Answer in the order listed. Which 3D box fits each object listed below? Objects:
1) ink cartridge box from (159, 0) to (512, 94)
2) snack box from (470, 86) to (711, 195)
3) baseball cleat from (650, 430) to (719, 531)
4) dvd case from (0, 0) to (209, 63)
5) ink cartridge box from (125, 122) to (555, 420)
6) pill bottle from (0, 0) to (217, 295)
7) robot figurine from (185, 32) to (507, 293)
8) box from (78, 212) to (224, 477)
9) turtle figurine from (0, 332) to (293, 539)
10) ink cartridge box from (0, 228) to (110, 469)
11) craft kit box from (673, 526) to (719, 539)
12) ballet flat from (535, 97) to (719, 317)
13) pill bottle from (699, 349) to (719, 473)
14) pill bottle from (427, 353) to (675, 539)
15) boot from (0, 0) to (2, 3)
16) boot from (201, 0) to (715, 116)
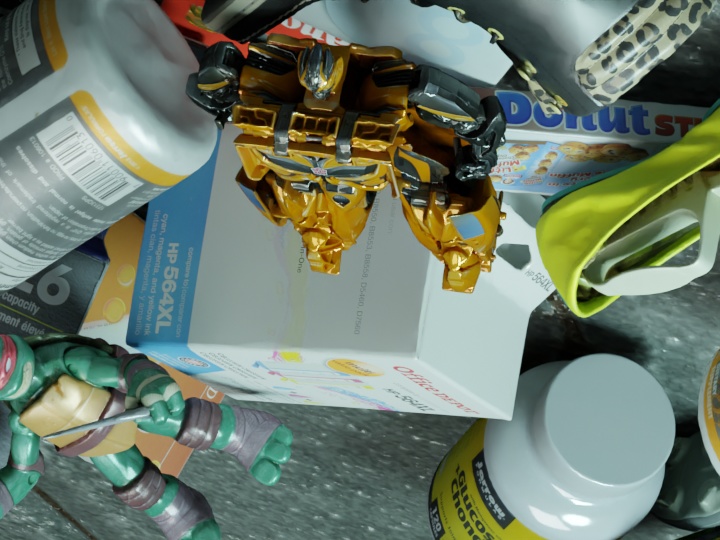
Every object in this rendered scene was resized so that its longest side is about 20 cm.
[{"bbox_3d":[-0.014,-0.120,1.316,0.159,0.048,0.200,22,152,-8],"label":"ink cartridge box"},{"bbox_3d":[0.101,-0.060,1.321,0.198,0.024,0.072,4,158,-14],"label":"snack box"},{"bbox_3d":[0.258,0.129,1.606,0.106,0.070,0.200,31,152,-25],"label":"baseball cleat"},{"bbox_3d":[-0.186,-0.117,1.449,0.199,0.025,0.150,20,159,-5],"label":"dvd case"},{"bbox_3d":[0.000,0.000,1.427,0.199,0.126,0.128,3,165,29],"label":"ink cartridge box"},{"bbox_3d":[-0.179,-0.056,1.352,0.199,0.117,0.116,-30,133,21],"label":"pill bottle"},{"bbox_3d":[0.001,-0.048,1.222,0.144,0.059,0.200,7,164,16],"label":"robot figurine"},{"bbox_3d":[-0.173,0.022,1.586,0.200,0.125,0.097,39,166,-37],"label":"box"},{"bbox_3d":[-0.140,0.081,1.414,0.199,0.101,0.149,25,133,-37],"label":"turtle figurine"},{"bbox_3d":[-0.241,-0.003,1.454,0.197,0.201,0.047,24,176,-17],"label":"ink cartridge box"},{"bbox_3d":[0.156,0.208,1.677,0.199,0.049,0.197,-24,178,36],"label":"craft kit box"},{"bbox_3d":[0.168,-0.037,1.272,0.199,0.067,0.067,-30,140,30],"label":"ballet flat"},{"bbox_3d":[0.263,0.050,1.379,0.116,0.117,0.200,23,153,-10],"label":"pill bottle"},{"bbox_3d":[0.117,0.121,1.631,0.111,0.113,0.200,21,154,-6],"label":"pill bottle"},{"bbox_3d":[-0.270,-0.164,1.319,0.199,0.075,0.097,33,116,-24],"label":"boot"},{"bbox_3d":[0.042,-0.123,1.183,0.199,0.073,0.150,-33,118,30],"label":"boot"}]
